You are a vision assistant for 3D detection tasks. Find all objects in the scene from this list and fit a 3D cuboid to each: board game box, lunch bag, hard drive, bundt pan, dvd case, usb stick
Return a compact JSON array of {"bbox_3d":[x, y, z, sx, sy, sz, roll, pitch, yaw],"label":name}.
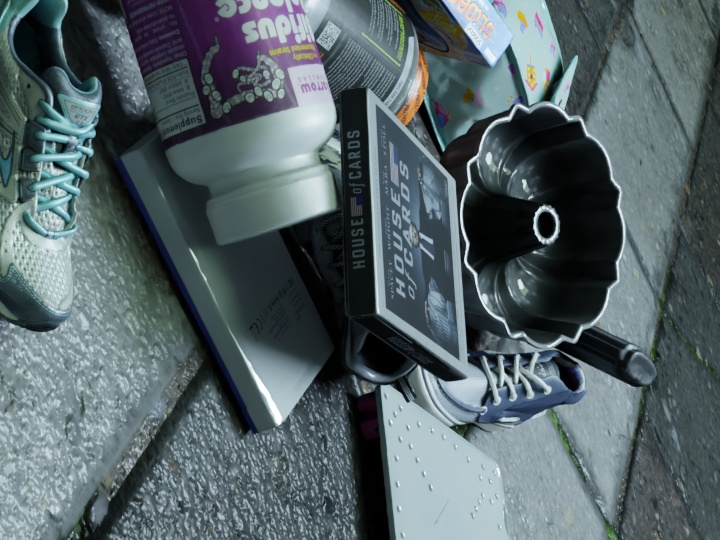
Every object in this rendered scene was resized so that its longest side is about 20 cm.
[{"bbox_3d":[0.010,-0.227,1.409,0.034,0.200,0.135,-55,133,-13],"label":"board game box"},{"bbox_3d":[0.132,-0.178,1.708,0.200,0.122,0.170,66,25,-21],"label":"lunch bag"},{"bbox_3d":[0.062,0.208,1.362,0.200,0.026,0.200,39,39,-50],"label":"board game box"},{"bbox_3d":[-0.086,-0.008,1.209,0.200,0.025,0.132,64,24,-13],"label":"hard drive"},{"bbox_3d":[0.126,-0.035,1.490,0.202,0.076,0.202,3,85,-41],"label":"bundt pan"},{"bbox_3d":[0.030,-0.018,1.206,0.200,0.025,0.151,38,47,-66],"label":"dvd case"},{"bbox_3d":[0.169,0.051,1.555,0.055,0.200,0.033,41,80,-42],"label":"usb stick"}]

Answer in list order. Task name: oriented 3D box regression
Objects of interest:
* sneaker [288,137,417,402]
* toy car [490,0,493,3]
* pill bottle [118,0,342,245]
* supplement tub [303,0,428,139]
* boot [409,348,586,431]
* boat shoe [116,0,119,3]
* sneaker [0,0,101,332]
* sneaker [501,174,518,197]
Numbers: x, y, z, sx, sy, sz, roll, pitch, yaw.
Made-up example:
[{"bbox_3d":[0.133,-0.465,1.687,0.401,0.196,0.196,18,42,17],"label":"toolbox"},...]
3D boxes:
[{"bbox_3d":[0.000,0.000,1.298,0.114,0.075,0.200,-102,167,-67],"label":"sneaker"},{"bbox_3d":[0.103,-0.352,1.600,0.184,0.177,0.200,-29,125,-34],"label":"toy car"},{"bbox_3d":[-0.079,-0.122,1.135,0.112,0.112,0.200,-21,93,-67],"label":"pill bottle"},{"bbox_3d":[-0.037,-0.172,1.327,0.200,0.122,0.123,33,43,-55],"label":"supplement tub"},{"bbox_3d":[0.112,0.087,1.486,0.200,0.090,0.073,14,59,-63],"label":"boot"},{"bbox_3d":[-0.153,-0.265,1.209,0.076,0.072,0.200,5,67,-65],"label":"boat shoe"},{"bbox_3d":[-0.180,-0.068,0.973,0.078,0.086,0.200,13,60,-62],"label":"sneaker"},{"bbox_3d":[0.094,-0.065,1.566,0.081,0.088,0.200,66,28,-10],"label":"sneaker"}]
